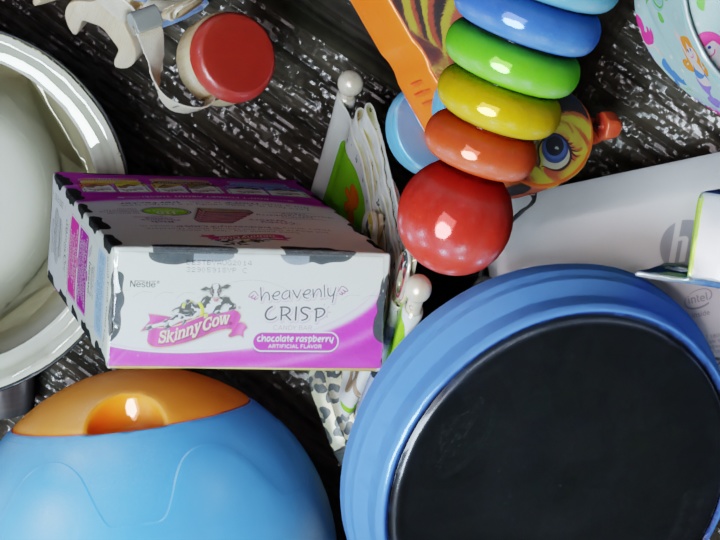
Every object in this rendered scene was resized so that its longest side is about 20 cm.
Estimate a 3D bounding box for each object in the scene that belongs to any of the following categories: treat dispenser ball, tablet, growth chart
[{"bbox_3d":[-0.111,0.151,1.548,0.199,0.201,0.202,6,106,20],"label":"treat dispenser ball"},{"bbox_3d":[0.166,0.010,1.455,0.198,0.014,0.131,-12,87,6],"label":"tablet"},{"bbox_3d":[0.000,0.000,1.469,0.018,0.201,0.145,2,129,-15],"label":"growth chart"}]

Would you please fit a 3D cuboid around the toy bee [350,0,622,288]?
[{"bbox_3d":[0.067,-0.076,1.439,0.131,0.108,0.201,21,128,53],"label":"toy bee"}]

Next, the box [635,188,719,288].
[{"bbox_3d":[0.235,-0.004,1.373,0.199,0.122,0.048,10,93,12],"label":"box"}]

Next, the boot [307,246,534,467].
[{"bbox_3d":[0.071,0.091,1.530,0.153,0.073,0.205,-24,90,28],"label":"boot"}]

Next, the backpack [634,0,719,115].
[{"bbox_3d":[0.230,-0.130,1.321,0.199,0.151,0.178,28,89,-7],"label":"backpack"}]

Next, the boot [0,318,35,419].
[{"bbox_3d":[-0.274,-0.018,1.642,0.187,0.068,0.202,1,104,22],"label":"boot"}]

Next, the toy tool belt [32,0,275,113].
[{"bbox_3d":[-0.115,-0.171,1.525,0.123,0.124,0.201,-19,94,62],"label":"toy tool belt"}]

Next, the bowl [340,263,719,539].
[{"bbox_3d":[0.090,0.095,1.402,0.199,0.039,0.202,-9,117,-19],"label":"bowl"}]

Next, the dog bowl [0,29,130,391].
[{"bbox_3d":[-0.222,-0.036,1.564,0.198,0.074,0.202,-1,100,-7],"label":"dog bowl"}]

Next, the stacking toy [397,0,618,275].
[{"bbox_3d":[0.067,-0.092,1.331,0.085,0.085,0.201,23,103,15],"label":"stacking toy"}]

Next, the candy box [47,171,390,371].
[{"bbox_3d":[-0.075,-0.001,1.454,0.135,0.200,0.061,1,101,-14],"label":"candy box"}]
